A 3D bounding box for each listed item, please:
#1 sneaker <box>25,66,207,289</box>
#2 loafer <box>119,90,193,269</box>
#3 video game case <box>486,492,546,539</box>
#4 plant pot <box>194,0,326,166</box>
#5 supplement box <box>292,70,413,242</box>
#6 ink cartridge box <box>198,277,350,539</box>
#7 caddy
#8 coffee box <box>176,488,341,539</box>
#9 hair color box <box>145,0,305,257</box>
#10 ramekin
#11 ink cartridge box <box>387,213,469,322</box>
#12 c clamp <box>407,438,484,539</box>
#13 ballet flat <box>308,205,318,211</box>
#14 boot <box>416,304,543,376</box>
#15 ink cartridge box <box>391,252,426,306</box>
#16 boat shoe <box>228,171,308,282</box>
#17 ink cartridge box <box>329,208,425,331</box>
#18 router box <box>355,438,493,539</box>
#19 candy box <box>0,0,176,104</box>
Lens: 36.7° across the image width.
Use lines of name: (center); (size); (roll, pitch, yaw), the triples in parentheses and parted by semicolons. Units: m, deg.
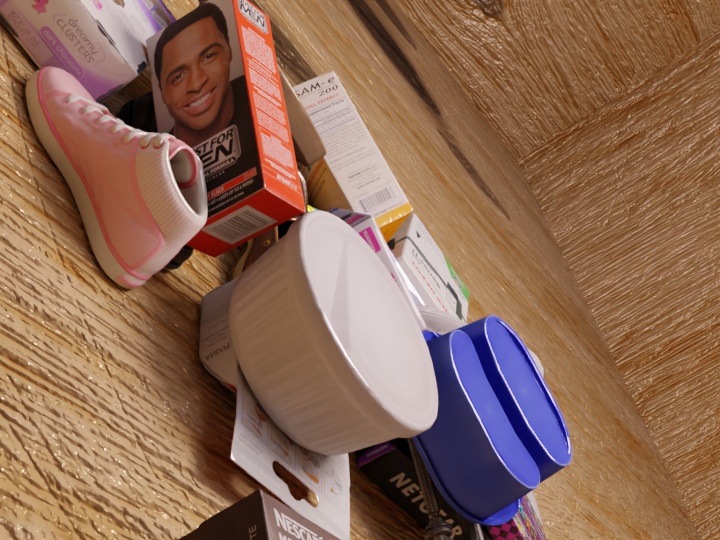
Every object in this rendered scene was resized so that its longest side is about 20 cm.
sneaker: (-0.184, -0.096, 0.858); (0.201, 0.104, 0.075); (62, 18, 17)
loafer: (-0.171, -0.093, 0.962); (0.072, 0.063, 0.201); (40, 24, -47)
video game case: (0.158, 0.243, 1.199); (0.182, 0.036, 0.201); (-95, 160, -56)
plant pot: (-0.124, -0.175, 1.074); (0.202, 0.092, 0.201); (58, -3, 4)
supplement box: (-0.028, -0.124, 1.339); (0.201, 0.073, 0.126); (60, -20, 9)
ink cartridge box: (-0.071, 0.125, 0.911); (0.160, 0.047, 0.201); (47, 25, -35)
caddy: (0.109, 0.142, 1.040); (0.141, 0.105, 0.201); (-15, 75, -52)
coffee box: (-0.031, 0.246, 0.726); (0.200, 0.079, 0.115); (44, 21, -42)
hair color box: (-0.116, -0.125, 0.914); (0.061, 0.101, 0.202); (29, 43, -53)
ramekin: (-0.026, 0.059, 0.903); (0.203, 0.094, 0.203); (51, 21, -28)
ink cartridge box: (0.071, 0.028, 1.430); (0.147, 0.083, 0.200); (54, 17, -12)
c clamp: (0.068, 0.196, 1.056); (0.171, 0.027, 0.201); (36, 32, -57)
ballet flat: (-0.082, -0.051, 1.179); (0.200, 0.066, 0.067); (45, 41, -31)
boot: (0.099, 0.098, 1.161); (0.198, 0.074, 0.096); (15, 20, 7)
ink cartridge box: (0.033, 0.041, 1.271); (0.201, 0.042, 0.119); (59, -21, -5)
boat shoe: (-0.074, -0.035, 1.066); (0.072, 0.067, 0.201); (43, 35, -30)
ink cartridge box: (0.000, 0.000, 1.092); (0.120, 0.042, 0.200); (64, -7, -11)
router box: (0.064, 0.195, 1.156); (0.200, 0.051, 0.150); (47, 21, -33)
candy box: (-0.254, -0.247, 0.984); (0.168, 0.071, 0.200); (54, 16, -16)
